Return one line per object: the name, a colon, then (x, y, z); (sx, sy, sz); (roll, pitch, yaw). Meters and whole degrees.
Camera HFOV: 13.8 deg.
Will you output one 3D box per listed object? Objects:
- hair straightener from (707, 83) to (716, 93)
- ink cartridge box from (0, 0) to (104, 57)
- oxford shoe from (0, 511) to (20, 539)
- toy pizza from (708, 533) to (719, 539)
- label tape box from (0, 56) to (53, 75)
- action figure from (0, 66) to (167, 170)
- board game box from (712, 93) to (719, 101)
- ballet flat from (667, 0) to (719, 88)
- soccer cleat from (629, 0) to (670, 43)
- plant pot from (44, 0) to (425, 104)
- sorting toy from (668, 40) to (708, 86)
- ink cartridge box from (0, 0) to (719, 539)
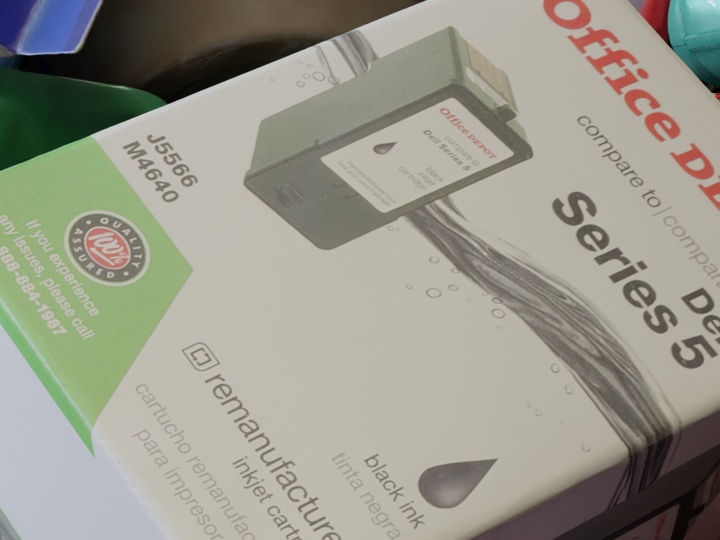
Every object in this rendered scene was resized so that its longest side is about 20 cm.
hair straightener: (0.115, -0.022, 1.020); (0.041, 0.077, 0.200); (6, 27, 37)
ink cartridge box: (-0.156, -0.116, 1.025); (0.199, 0.039, 0.100); (-2, 55, 41)
oxford shoe: (-0.086, 0.037, 0.807); (0.075, 0.058, 0.200); (-15, 54, -32)
toy pizza: (0.116, 0.063, 0.818); (0.199, 0.032, 0.200); (0, 30, 0)
label tape box: (-0.222, -0.068, 1.152); (0.199, 0.064, 0.144); (0, 28, 5)
action figure: (-0.049, -0.016, 1.019); (0.199, 0.119, 0.055); (-3, 13, -21)
board game box: (0.000, 0.000, 0.920); (0.200, 0.046, 0.151); (-31, 24, -28)
ballet flat: (0.157, -0.116, 1.088); (0.070, 0.068, 0.200); (-13, 14, 28)
soccer cleat: (0.078, -0.082, 1.093); (0.076, 0.067, 0.201); (9, 62, 19)
plant pot: (-0.051, -0.125, 1.095); (0.199, 0.200, 0.174); (-8, 61, -11)
sorting toy: (0.102, -0.133, 1.240); (0.198, 0.070, 0.200); (-4, 33, -5)
ink cartridge box: (0.011, 0.020, 0.748); (0.199, 0.084, 0.146); (-25, 61, -27)
